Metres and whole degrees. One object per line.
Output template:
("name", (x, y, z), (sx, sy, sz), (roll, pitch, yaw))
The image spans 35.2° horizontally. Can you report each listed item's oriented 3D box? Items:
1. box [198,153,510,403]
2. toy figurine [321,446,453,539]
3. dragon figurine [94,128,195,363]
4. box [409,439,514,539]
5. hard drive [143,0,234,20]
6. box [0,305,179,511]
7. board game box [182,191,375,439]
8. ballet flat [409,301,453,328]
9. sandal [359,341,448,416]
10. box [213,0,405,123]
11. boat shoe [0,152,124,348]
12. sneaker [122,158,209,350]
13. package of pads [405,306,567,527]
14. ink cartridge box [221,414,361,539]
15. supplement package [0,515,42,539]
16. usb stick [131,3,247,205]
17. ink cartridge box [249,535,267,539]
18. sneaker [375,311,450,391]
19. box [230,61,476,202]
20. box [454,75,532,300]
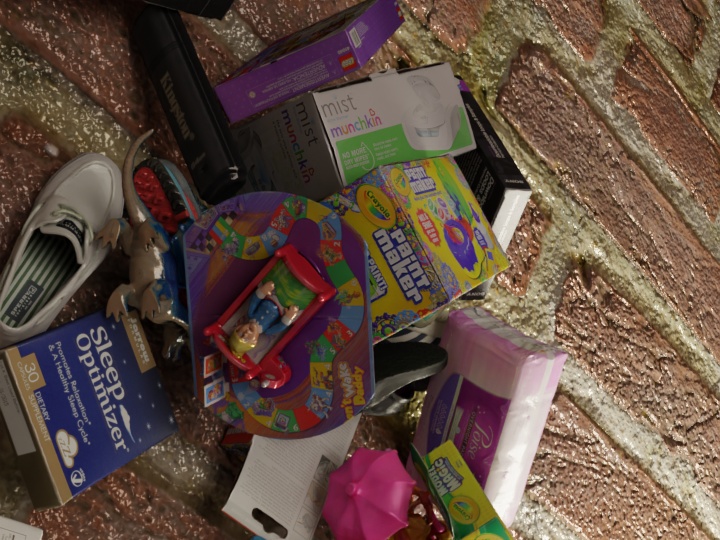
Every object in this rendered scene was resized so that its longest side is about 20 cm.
("box", (0.000, 0.000, 0.985), (0.123, 0.192, 0.200), (61, 23, 3))
("toy figurine", (0.036, 0.243, 1.066), (0.200, 0.149, 0.185), (-58, 133, -62))
("dragon figurine", (-0.167, -0.012, 0.945), (0.099, 0.058, 0.202), (-12, 95, -71))
("box", (0.113, 0.243, 1.038), (0.048, 0.117, 0.200), (-34, 123, 1))
("hard drive", (-0.217, -0.299, 1.009), (0.199, 0.038, 0.140), (4, 50, -43))
("box", (-0.209, 0.096, 0.910), (0.200, 0.032, 0.122), (-30, 101, -66))
("board game box", (-0.071, 0.041, 0.884), (0.039, 0.157, 0.202), (-31, 120, -69))
("ballet flat", (0.058, -0.023, 1.169), (0.067, 0.062, 0.201), (37, 27, -39))
("sandal", (0.003, 0.115, 1.073), (0.200, 0.075, 0.048), (-21, 120, -39))
("box", (-0.042, -0.206, 1.074), (0.039, 0.136, 0.200), (64, 23, -16))
("boat shoe", (-0.239, -0.018, 0.919), (0.073, 0.067, 0.201), (28, 60, -18))
("sneaker", (-0.147, -0.012, 1.030), (0.201, 0.079, 0.096), (67, 27, -13))
("package of pads", (0.124, 0.149, 1.149), (0.075, 0.120, 0.201), (1, 109, -42))
("ink cartridge box", (-0.068, 0.161, 1.065), (0.109, 0.050, 0.201), (43, 54, -30))
("supplement package", (-0.340, 0.209, 0.712), (0.199, 0.151, 0.152), (30, 60, -35))
("usb stick", (-0.155, -0.153, 1.014), (0.033, 0.055, 0.201), (3, 56, -53))
("ink cartridge box", (-0.078, 0.344, 0.934), (0.200, 0.144, 0.085), (-53, 157, -39))
("sneaker", (0.043, 0.079, 1.185), (0.199, 0.075, 0.085), (15, 100, -27))
("box", (-0.021, -0.121, 1.094), (0.199, 0.176, 0.097), (-21, 94, -46))
("box", (0.103, -0.088, 1.171), (0.036, 0.144, 0.201), (1, 42, -21))
